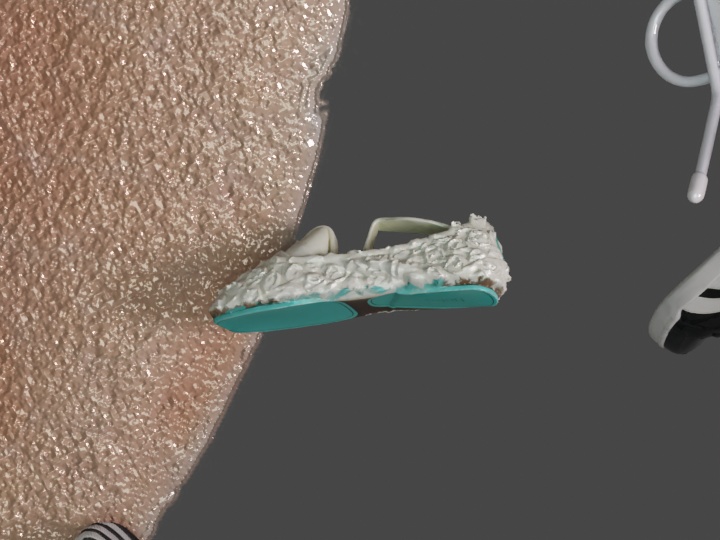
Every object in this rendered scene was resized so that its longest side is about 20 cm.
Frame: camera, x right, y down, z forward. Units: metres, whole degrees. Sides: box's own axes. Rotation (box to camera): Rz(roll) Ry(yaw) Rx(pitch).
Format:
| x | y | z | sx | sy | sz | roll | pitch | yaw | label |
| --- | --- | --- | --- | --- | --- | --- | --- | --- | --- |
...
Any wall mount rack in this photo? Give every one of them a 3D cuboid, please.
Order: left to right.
| x | y | z | sx | sy | sz | roll | pitch | yaw | label |
| --- | --- | --- | --- | --- | --- | --- | --- | --- | --- |
| 0.251 | -0.137 | 1.442 | 0.200 | 0.074 | 0.174 | -17 | 78 | 33 | wall mount rack |

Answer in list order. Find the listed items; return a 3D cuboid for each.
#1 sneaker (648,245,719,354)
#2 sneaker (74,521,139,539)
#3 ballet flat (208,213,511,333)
| x | y | z | sx | sy | sz | roll | pitch | yaw | label |
| --- | --- | --- | --- | --- | --- | --- | --- | --- | --- |
| 0.262 | 0.023 | 1.469 | 0.112 | 0.073 | 0.200 | 50 | 140 | 11 | sneaker |
| -0.150 | 0.279 | 1.653 | 0.115 | 0.075 | 0.200 | -44 | 81 | 21 | sneaker |
| 0.000 | 0.000 | 1.571 | 0.199 | 0.072 | 0.072 | -6 | 100 | 10 | ballet flat |
